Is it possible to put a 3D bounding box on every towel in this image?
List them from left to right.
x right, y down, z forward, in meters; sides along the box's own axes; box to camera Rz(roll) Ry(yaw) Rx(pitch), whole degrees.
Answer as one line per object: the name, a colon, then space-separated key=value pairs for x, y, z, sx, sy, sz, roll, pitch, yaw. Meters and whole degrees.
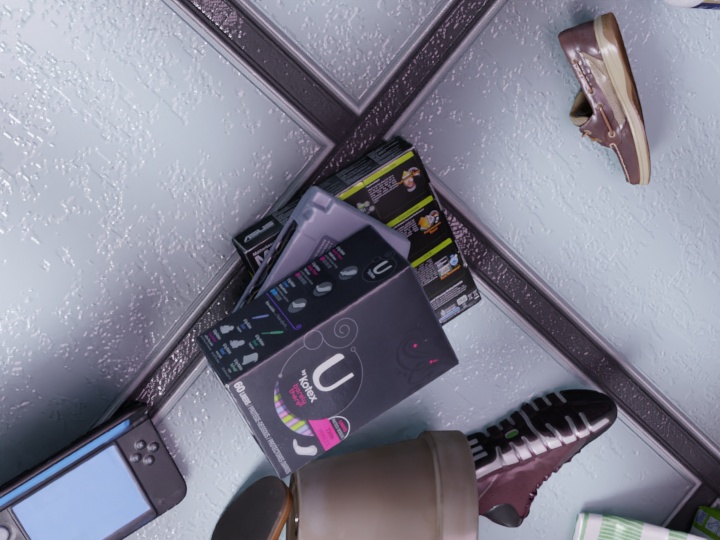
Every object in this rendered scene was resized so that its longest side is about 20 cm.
towel: x=0.328 y=0.363 z=1.836 sx=0.197 sy=0.023 sz=0.155 roll=14 pitch=105 yaw=9

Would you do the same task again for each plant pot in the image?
plant pot: x=0.015 y=0.261 z=1.629 sx=0.171 sy=0.200 sz=0.203 roll=2 pitch=110 yaw=-9

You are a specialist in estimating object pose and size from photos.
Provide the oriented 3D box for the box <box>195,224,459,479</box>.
box: x=-0.030 y=0.073 z=1.476 sx=0.199 sy=0.106 sz=0.123 roll=-33 pitch=121 yaw=-7

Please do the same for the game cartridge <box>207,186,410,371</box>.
game cartridge: x=-0.043 y=0.033 z=1.535 sx=0.132 sy=0.041 sz=0.201 roll=28 pitch=99 yaw=-26

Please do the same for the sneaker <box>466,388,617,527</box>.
sneaker: x=0.191 y=0.210 z=1.752 sx=0.198 sy=0.076 sz=0.117 roll=-21 pitch=123 yaw=-5

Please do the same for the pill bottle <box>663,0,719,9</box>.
pill bottle: x=0.352 y=-0.314 z=1.592 sx=0.198 sy=0.111 sz=0.113 roll=-2 pitch=111 yaw=-24

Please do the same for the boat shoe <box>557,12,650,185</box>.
boat shoe: x=0.246 y=-0.166 z=1.635 sx=0.071 sy=0.073 sz=0.201 roll=-13 pitch=131 yaw=14

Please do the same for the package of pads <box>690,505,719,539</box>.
package of pads: x=0.503 y=0.349 z=1.896 sx=0.198 sy=0.154 sz=0.069 roll=17 pitch=96 yaw=-29

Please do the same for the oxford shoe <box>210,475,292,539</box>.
oxford shoe: x=-0.113 y=0.295 z=1.643 sx=0.071 sy=0.071 sz=0.201 roll=13 pitch=113 yaw=-40

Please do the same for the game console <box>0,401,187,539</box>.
game console: x=-0.264 y=0.219 z=1.506 sx=0.199 sy=0.116 sz=0.177 roll=-31 pitch=119 yaw=-11

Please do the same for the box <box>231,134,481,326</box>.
box: x=0.000 y=0.000 z=1.587 sx=0.199 sy=0.047 sz=0.194 roll=-33 pitch=118 yaw=-9
